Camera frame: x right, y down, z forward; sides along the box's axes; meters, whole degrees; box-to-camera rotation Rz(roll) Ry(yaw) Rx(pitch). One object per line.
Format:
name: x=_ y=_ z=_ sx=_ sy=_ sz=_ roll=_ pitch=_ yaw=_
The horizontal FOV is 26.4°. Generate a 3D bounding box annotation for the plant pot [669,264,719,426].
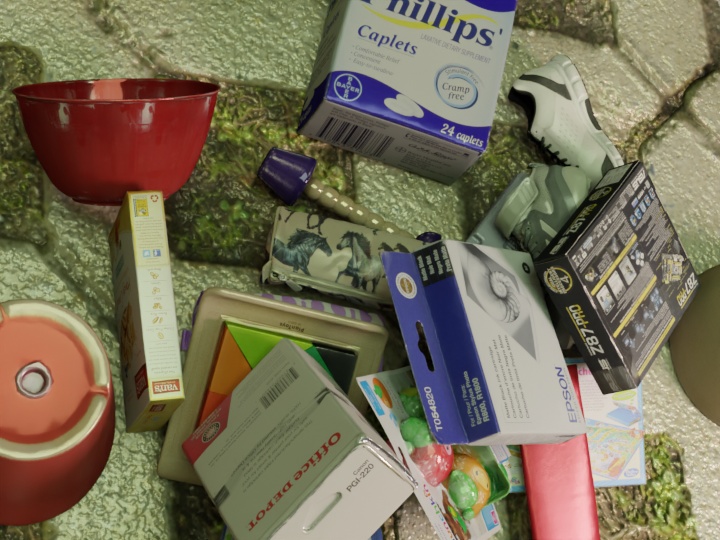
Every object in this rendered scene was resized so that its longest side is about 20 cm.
plant pot: x=0.453 y=0.069 z=1.652 sx=0.199 sy=0.134 sz=0.202 roll=5 pitch=72 yaw=-16

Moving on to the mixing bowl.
mixing bowl: x=-0.234 y=-0.124 z=1.487 sx=0.199 sy=0.200 sz=0.109 roll=-3 pitch=103 yaw=-18

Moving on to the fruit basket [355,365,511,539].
fruit basket: x=0.074 y=0.171 z=1.441 sx=0.093 sy=0.200 sz=0.186 roll=-30 pitch=80 yaw=11

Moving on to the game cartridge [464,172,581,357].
game cartridge: x=0.218 y=-0.006 z=1.657 sx=0.200 sy=0.041 sz=0.133 roll=40 pitch=70 yaw=-2

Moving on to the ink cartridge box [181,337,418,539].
ink cartridge box: x=-0.057 y=0.171 z=1.353 sx=0.146 sy=0.200 sz=0.085 roll=-46 pitch=121 yaw=1

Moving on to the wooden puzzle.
wooden puzzle: x=-0.083 y=0.128 z=1.463 sx=0.184 sy=0.037 sz=0.201 roll=14 pitch=103 yaw=-14

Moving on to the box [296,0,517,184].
box: x=0.051 y=-0.221 z=1.635 sx=0.183 sy=0.105 sz=0.201 roll=17 pitch=68 yaw=-12

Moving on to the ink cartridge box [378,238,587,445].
ink cartridge box: x=0.120 y=0.069 z=1.468 sx=0.199 sy=0.041 sz=0.201 roll=5 pitch=62 yaw=-47

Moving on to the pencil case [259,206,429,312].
pencil case: x=0.000 y=0.000 z=1.543 sx=0.199 sy=0.078 sz=0.090 roll=14 pitch=57 yaw=1

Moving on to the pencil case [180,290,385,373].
pencil case: x=-0.071 y=0.069 z=1.516 sx=0.199 sy=0.085 sz=0.085 roll=11 pitch=77 yaw=-15

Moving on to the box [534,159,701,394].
box: x=0.268 y=0.004 z=1.573 sx=0.162 sy=0.049 sz=0.200 roll=58 pitch=43 yaw=-16

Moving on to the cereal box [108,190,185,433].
cereal box: x=-0.204 y=0.042 z=1.451 sx=0.039 sy=0.144 sz=0.201 roll=-2 pitch=73 yaw=-18

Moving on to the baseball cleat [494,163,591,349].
baseball cleat: x=0.190 y=-0.016 z=1.606 sx=0.106 sy=0.070 sz=0.201 roll=7 pitch=66 yaw=-1

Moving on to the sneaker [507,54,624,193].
sneaker: x=0.228 y=-0.136 z=1.688 sx=0.080 sy=0.074 sz=0.201 roll=-21 pitch=73 yaw=-15

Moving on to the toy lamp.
toy lamp: x=-0.014 y=-0.063 z=1.592 sx=0.199 sy=0.058 sz=0.058 roll=32 pitch=67 yaw=-7

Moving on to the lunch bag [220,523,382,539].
lunch bag: x=-0.073 y=0.300 z=1.405 sx=0.082 sy=0.160 sz=0.201 roll=34 pitch=60 yaw=-39

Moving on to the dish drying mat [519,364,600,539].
dish drying mat: x=0.198 y=0.200 z=1.552 sx=0.076 sy=0.018 sz=0.201 roll=-8 pitch=88 yaw=-19

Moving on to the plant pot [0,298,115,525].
plant pot: x=-0.304 y=0.117 z=1.378 sx=0.199 sy=0.177 sz=0.202 roll=5 pitch=71 yaw=-16

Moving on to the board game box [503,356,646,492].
board game box: x=0.196 y=0.157 z=1.581 sx=0.199 sy=0.034 sz=0.135 roll=0 pitch=87 yaw=-18
